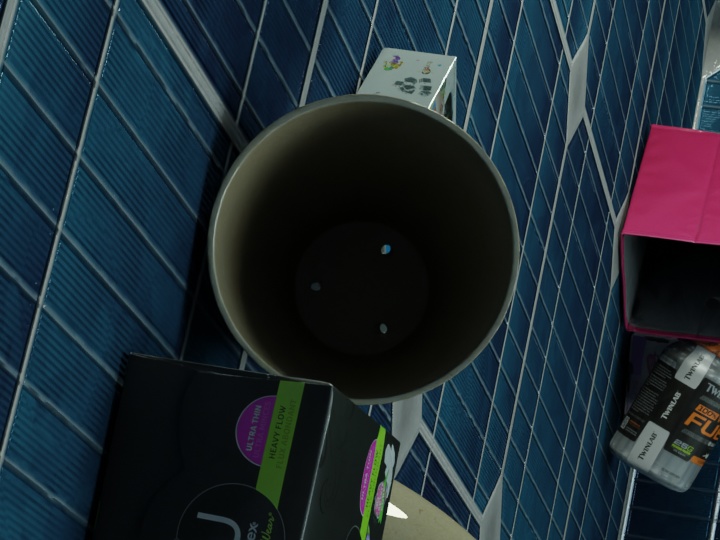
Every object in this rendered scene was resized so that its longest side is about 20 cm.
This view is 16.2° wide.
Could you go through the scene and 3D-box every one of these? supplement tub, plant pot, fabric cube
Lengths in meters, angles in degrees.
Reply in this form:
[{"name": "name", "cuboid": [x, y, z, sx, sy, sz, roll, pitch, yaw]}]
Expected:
[{"name": "supplement tub", "cuboid": [0.427, 0.182, 3.353, 0.200, 0.123, 0.123, -61, 167, 4]}, {"name": "plant pot", "cuboid": [0.000, 0.000, 1.608, 0.200, 0.187, 0.187, 97, 3, -82]}, {"name": "fabric cube", "cuboid": [0.454, -0.044, 3.292, 0.196, 0.200, 0.199, 81, 22, -47]}]

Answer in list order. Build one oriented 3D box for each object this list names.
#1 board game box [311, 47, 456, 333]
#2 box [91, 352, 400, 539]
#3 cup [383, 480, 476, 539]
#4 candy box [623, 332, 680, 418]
[{"name": "board game box", "cuboid": [0.016, -0.048, 1.827, 0.200, 0.064, 0.148, -62, 156, -51]}, {"name": "box", "cuboid": [-0.065, 0.144, 1.481, 0.200, 0.124, 0.149, 48, 52, -71]}, {"name": "cup", "cuboid": [0.009, 0.231, 1.789, 0.200, 0.143, 0.200, 8, 90, -77]}, {"name": "candy box", "cuboid": [0.417, 0.144, 3.517, 0.200, 0.072, 0.168, -44, 140, -69]}]
